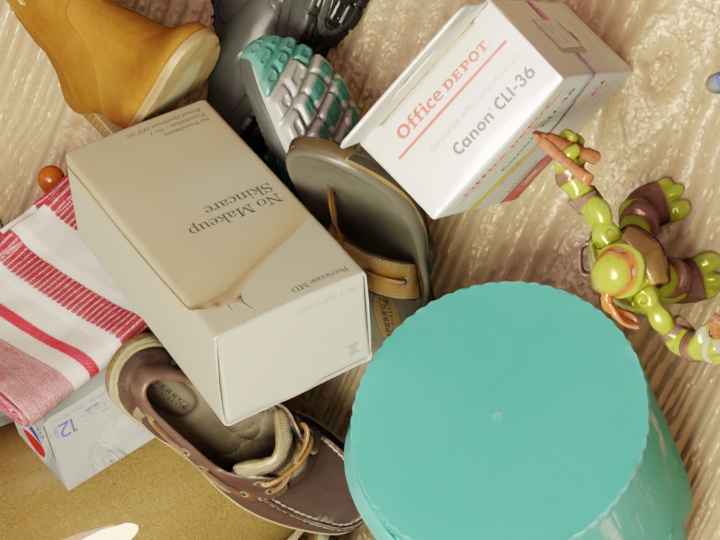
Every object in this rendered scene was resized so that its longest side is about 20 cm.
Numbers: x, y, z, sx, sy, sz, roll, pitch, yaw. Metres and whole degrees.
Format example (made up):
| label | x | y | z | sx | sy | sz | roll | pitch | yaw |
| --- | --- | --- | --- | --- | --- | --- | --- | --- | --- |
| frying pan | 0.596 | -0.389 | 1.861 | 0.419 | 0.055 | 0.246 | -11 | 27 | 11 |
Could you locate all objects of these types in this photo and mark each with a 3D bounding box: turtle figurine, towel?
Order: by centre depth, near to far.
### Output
| label | x | y | z | sx | sy | sz | roll | pitch | yaw |
| --- | --- | --- | --- | --- | --- | --- | --- | --- | --- |
| turtle figurine | 0.169 | 0.002 | 1.142 | 0.064 | 0.161 | 0.200 | -42 | 80 | 21 |
| towel | -0.181 | 0.004 | 1.228 | 0.143 | 0.200 | 0.023 | 29 | 146 | 33 |

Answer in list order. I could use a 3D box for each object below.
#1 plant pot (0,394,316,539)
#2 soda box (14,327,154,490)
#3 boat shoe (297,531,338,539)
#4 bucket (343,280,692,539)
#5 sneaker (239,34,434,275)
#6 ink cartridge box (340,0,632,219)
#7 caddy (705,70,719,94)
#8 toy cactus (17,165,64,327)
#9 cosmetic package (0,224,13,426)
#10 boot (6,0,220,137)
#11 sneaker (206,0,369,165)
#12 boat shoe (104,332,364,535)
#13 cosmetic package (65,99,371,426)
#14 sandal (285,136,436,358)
| label | x | y | z | sx | sy | sz | roll | pitch | yaw |
| --- | --- | --- | --- | --- | --- | --- | --- | --- | --- |
| plant pot | -0.123 | 0.145 | 1.290 | 0.199 | 0.186 | 0.188 | -28 | 85 | 6 |
| soda box | -0.125 | 0.051 | 1.233 | 0.068 | 0.199 | 0.064 | 37 | 149 | 41 |
| boat shoe | -0.038 | 0.248 | 1.300 | 0.064 | 0.073 | 0.201 | 22 | 131 | 0 |
| bucket | 0.092 | 0.115 | 1.155 | 0.205 | 0.135 | 0.209 | -8 | 59 | 12 |
| sneaker | -0.035 | -0.055 | 1.244 | 0.091 | 0.078 | 0.201 | -12 | 118 | 35 |
| ink cartridge box | 0.077 | -0.096 | 1.148 | 0.068 | 0.200 | 0.117 | 46 | 111 | 12 |
| caddy | 0.245 | -0.112 | 1.085 | 0.104 | 0.200 | 0.143 | -8 | 91 | 7 |
| toy cactus | -0.183 | 0.005 | 1.291 | 0.198 | 0.165 | 0.103 | 6 | 117 | 14 |
| cosmetic package | -0.283 | 0.068 | 1.377 | 0.073 | 0.102 | 0.202 | -13 | 92 | 23 |
| boot | -0.171 | -0.156 | 1.269 | 0.144 | 0.071 | 0.201 | 51 | 156 | 0 |
| sneaker | -0.066 | -0.143 | 1.283 | 0.091 | 0.076 | 0.201 | 36 | 105 | 28 |
| boat shoe | -0.063 | 0.109 | 1.181 | 0.200 | 0.072 | 0.072 | 38 | 85 | -25 |
| cosmetic package | -0.087 | -0.010 | 1.161 | 0.200 | 0.103 | 0.074 | 45 | 150 | 41 |
| sandal | 0.000 | 0.000 | 1.188 | 0.081 | 0.055 | 0.201 | 11 | 141 | 22 |
